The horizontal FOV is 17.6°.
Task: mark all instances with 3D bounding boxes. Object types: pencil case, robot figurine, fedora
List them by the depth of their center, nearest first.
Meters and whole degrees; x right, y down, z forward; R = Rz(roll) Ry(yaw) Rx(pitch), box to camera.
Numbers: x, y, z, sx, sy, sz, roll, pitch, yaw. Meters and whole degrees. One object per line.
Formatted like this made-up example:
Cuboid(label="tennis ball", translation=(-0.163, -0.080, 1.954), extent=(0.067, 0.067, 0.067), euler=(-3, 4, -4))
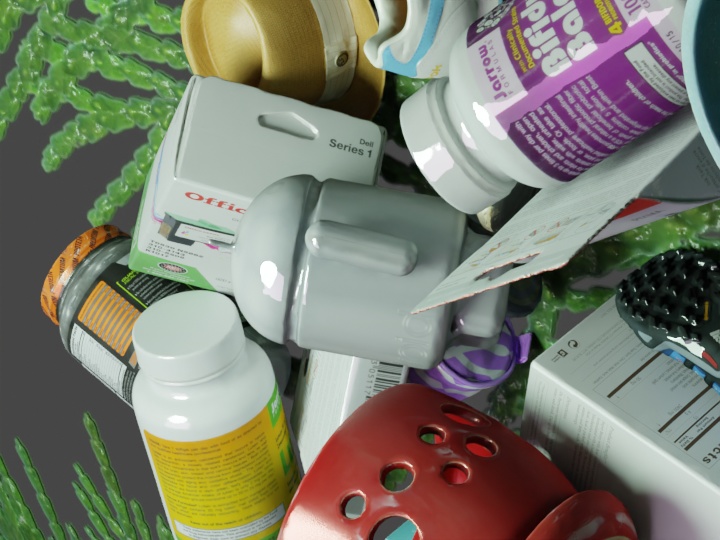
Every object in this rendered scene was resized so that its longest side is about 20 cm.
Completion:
Cuboid(label="robot figurine", translation=(0.000, 0.000, 1.537), extent=(0.198, 0.114, 0.170), euler=(10, 164, 3))
Cuboid(label="fedora", translation=(-0.071, -0.167, 1.666), extent=(0.200, 0.082, 0.202), euler=(32, 140, 31))
Cuboid(label="pencil case", translation=(0.042, 0.081, 1.748), extent=(0.085, 0.084, 0.200), euler=(23, 153, -17))

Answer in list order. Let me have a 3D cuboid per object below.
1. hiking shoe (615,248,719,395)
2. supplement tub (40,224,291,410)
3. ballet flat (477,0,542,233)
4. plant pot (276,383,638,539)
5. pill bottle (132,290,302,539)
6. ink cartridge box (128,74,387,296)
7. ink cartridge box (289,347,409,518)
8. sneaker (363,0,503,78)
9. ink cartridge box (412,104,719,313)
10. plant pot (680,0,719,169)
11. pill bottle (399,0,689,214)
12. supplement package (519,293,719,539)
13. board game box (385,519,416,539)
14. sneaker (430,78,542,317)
Cuboid(label="hiking shoe", translation=(0.230, 0.054, 1.474), extent=(0.200, 0.074, 0.087), euler=(38, 159, 57))
Cuboid(label="supplement tub", translation=(-0.164, 0.056, 1.936), extent=(0.200, 0.122, 0.123), euler=(38, 143, 23))
Cuboid(label="ballet flat", translation=(0.104, -0.121, 1.484), extent=(0.057, 0.066, 0.201), euler=(25, 114, 33))
Cuboid(label="plant pot", translation=(0.065, 0.197, 1.501), extent=(0.182, 0.200, 0.201), euler=(25, 137, 32))
Cuboid(label="pill bottle", translation=(-0.112, 0.119, 1.787), extent=(0.111, 0.111, 0.201), euler=(21, 138, 39))
Cuboid(label="ink cartridge box", translation=(-0.078, -0.051, 1.685), extent=(0.144, 0.085, 0.200), euler=(15, 159, -10))
Cuboid(label="ink cartridge box", translation=(-0.007, 0.078, 1.726), extent=(0.200, 0.057, 0.164), euler=(-103, 24, -73))
Cuboid(label="sneaker", translation=(0.041, -0.220, 1.444), extent=(0.076, 0.080, 0.202), euler=(-174, 82, -65))
Cuboid(label="ink cartridge box", translation=(0.146, -0.030, 1.404), extent=(0.057, 0.200, 0.162), euler=(51, 147, -12))
Cuboid(label="plant pot", translation=(0.297, -0.123, 1.159), extent=(0.200, 0.196, 0.201), euler=(30, 138, 31))
Cuboid(label="pill bottle", translation=(0.123, -0.119, 1.379), extent=(0.199, 0.112, 0.113), euler=(-34, 92, 25))
Cuboid(label="supplement package", translation=(0.217, 0.123, 1.535), extent=(0.200, 0.120, 0.122), euler=(35, 141, 27))
Cuboid(label="board game box", translation=(0.122, 0.285, 1.855), extent=(0.199, 0.047, 0.152), euler=(13, 129, 45))
Cuboid(label="sneaker", translation=(0.099, -0.051, 1.575), extent=(0.081, 0.074, 0.201), euler=(15, 132, 38))
